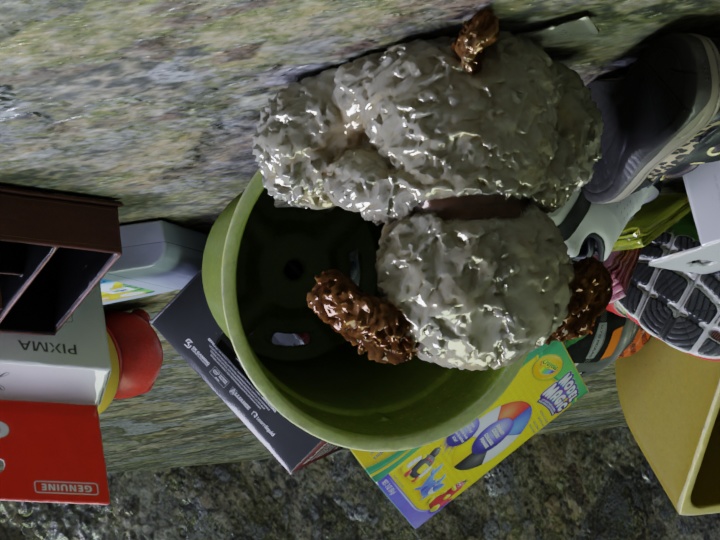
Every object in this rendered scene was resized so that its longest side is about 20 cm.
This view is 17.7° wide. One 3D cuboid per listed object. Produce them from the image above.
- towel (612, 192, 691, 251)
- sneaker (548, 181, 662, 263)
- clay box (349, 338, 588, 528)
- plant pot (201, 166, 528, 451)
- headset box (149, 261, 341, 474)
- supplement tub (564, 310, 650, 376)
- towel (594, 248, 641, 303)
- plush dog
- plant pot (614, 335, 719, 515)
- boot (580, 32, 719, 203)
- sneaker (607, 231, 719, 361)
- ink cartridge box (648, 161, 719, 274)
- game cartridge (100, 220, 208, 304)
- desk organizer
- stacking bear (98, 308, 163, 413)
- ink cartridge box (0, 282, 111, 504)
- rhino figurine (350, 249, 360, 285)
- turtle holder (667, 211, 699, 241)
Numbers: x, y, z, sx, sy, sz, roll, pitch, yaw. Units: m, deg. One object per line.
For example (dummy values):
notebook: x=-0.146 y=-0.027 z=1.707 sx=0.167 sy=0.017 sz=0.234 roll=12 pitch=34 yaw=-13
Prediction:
towel: x=0.141 y=-0.032 z=1.657 sx=0.200 sy=0.018 sz=0.086 roll=-6 pitch=-158 yaw=43
sneaker: x=0.147 y=-0.042 z=1.534 sx=0.074 sy=0.080 sz=0.200 roll=-16 pitch=175 yaw=30
clay box: x=0.093 y=0.101 z=1.739 sx=0.200 sy=0.048 sz=0.115 roll=-38 pitch=151 yaw=-1
plant pot: x=-0.015 y=0.001 z=1.425 sx=0.199 sy=0.201 sz=0.190 roll=-5 pitch=-176 yaw=-19
headset box: x=-0.056 y=0.061 z=1.674 sx=0.077 sy=0.149 sz=0.200 roll=-45 pitch=173 yaw=12
supplement tub: x=0.133 y=0.027 z=1.849 sx=0.200 sy=0.123 sz=0.122 roll=-3 pitch=170 yaw=-37
towel: x=0.110 y=0.027 z=1.651 sx=0.200 sy=0.023 sz=0.144 roll=-29 pitch=-169 yaw=21
plush dog: x=0.057 y=-0.033 z=1.207 sx=0.199 sy=0.172 sz=0.160 roll=-5 pitch=171 yaw=-16
plant pot: x=0.315 y=0.058 z=1.917 sx=0.195 sy=0.195 sz=0.200 roll=-4 pitch=-146 yaw=-27
boot: x=0.215 y=-0.091 z=1.334 sx=0.150 sy=0.073 sz=0.200 roll=-6 pitch=166 yaw=-16
sneaker: x=0.216 y=0.010 z=1.718 sx=0.200 sy=0.077 sz=0.085 roll=35 pitch=174 yaw=37
ink cartridge box: x=0.296 y=-0.059 z=1.572 sx=0.200 sy=0.067 sz=0.116 roll=-18 pitch=168 yaw=27
game cartridge: x=-0.211 y=0.003 z=1.662 sx=0.199 sy=0.041 sz=0.133 roll=-11 pitch=167 yaw=18
desk organizer: x=-0.230 y=-0.006 z=1.435 sx=0.072 sy=0.077 sz=0.200 roll=-13 pitch=170 yaw=30
stacking bear: x=-0.248 y=0.081 z=1.928 sx=0.114 sy=0.122 sz=0.200 roll=-6 pitch=-176 yaw=39
ink cartridge box: x=-0.262 y=0.068 z=1.508 sx=0.199 sy=0.174 sz=0.044 roll=4 pitch=133 yaw=-19
rhino figurine: x=0.000 y=0.000 z=1.659 sx=0.060 sy=0.088 sz=0.200 roll=-9 pitch=172 yaw=17
turtle holder: x=0.322 y=-0.011 z=1.733 sx=0.185 sy=0.141 sz=0.132 roll=-26 pitch=180 yaw=31
